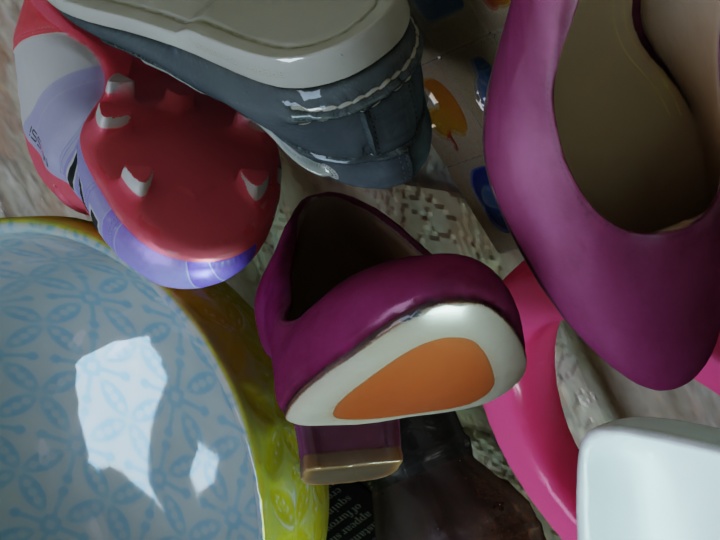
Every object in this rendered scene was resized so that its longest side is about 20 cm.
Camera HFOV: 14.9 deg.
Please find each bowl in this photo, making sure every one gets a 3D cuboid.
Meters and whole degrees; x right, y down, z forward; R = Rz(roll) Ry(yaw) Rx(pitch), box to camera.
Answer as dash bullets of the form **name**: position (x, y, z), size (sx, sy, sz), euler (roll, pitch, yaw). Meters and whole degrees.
- **bowl**: position (-0.081, 0.075, 0.979), size (0.200, 0.108, 0.200), euler (6, 101, 34)

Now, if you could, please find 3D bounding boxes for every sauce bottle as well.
- **sauce bottle**: position (0.043, 0.121, 0.939), size (0.200, 0.066, 0.066), euler (67, 156, 11)

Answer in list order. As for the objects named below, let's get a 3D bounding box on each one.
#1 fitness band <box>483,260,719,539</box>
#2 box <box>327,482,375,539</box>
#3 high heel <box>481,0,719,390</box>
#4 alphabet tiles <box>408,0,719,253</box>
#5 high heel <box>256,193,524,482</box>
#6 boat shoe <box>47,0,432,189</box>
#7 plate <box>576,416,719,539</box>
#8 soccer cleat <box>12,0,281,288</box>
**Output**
- **fitness band**: position (0.114, 0.066, 0.807), size (0.200, 0.037, 0.144), euler (33, 149, 32)
- **box**: position (-0.051, 0.145, 1.105), size (0.200, 0.107, 0.148), euler (37, 149, 33)
- **high heel**: position (0.075, -0.054, 0.685), size (0.096, 0.067, 0.200), euler (17, 130, 57)
- **alphabet tiles**: position (0.048, -0.073, 0.793), size (0.200, 0.008, 0.167), euler (58, 154, -8)
- **high heel**: position (0.000, 0.000, 0.808), size (0.200, 0.067, 0.096), euler (132, 133, -70)
- **boat shoe**: position (-0.043, -0.076, 0.858), size (0.200, 0.073, 0.062), euler (30, 152, 53)
- **plate**: position (0.157, 0.118, 0.734), size (0.199, 0.032, 0.200), euler (11, 136, 15)
- **soccer cleat**: position (-0.074, -0.038, 0.905), size (0.200, 0.067, 0.077), euler (-121, 37, -54)
